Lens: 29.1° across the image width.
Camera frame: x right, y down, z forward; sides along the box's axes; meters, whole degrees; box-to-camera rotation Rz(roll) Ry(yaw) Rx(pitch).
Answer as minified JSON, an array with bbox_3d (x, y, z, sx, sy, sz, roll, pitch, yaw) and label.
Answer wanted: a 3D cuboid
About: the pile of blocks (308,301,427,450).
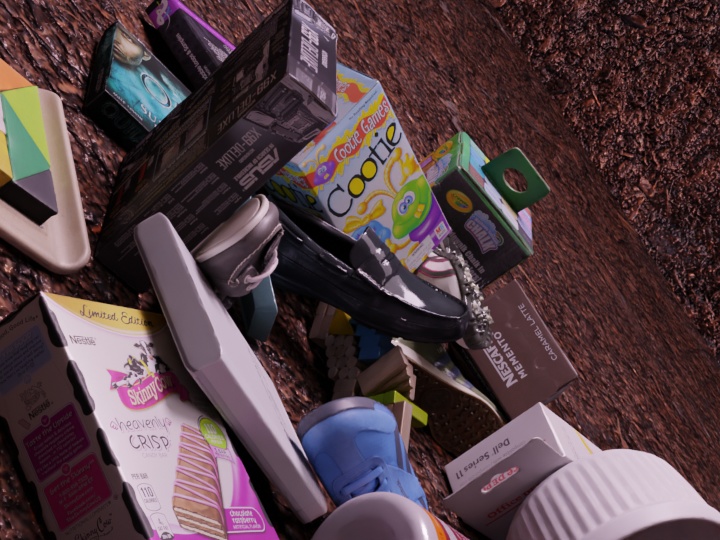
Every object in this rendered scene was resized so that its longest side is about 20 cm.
[{"bbox_3d":[0.017,0.093,1.163,0.062,0.082,0.201,38,24,-40],"label":"pile of blocks"}]

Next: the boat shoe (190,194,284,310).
[{"bbox_3d":[-0.085,-0.007,0.982,0.057,0.067,0.200,47,-18,-9],"label":"boat shoe"}]

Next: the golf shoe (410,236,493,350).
[{"bbox_3d":[0.064,0.015,1.299,0.077,0.088,0.200,62,3,-39],"label":"golf shoe"}]

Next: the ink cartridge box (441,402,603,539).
[{"bbox_3d":[0.160,0.197,1.280,0.200,0.117,0.068,39,22,-42],"label":"ink cartridge box"}]

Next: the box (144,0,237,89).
[{"bbox_3d":[-0.116,-0.167,1.321,0.143,0.036,0.200,34,17,-53],"label":"box"}]

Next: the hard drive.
[{"bbox_3d":[-0.084,0.069,0.921,0.132,0.027,0.200,61,-2,40],"label":"hard drive"}]

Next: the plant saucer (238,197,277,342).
[{"bbox_3d":[-0.099,-0.045,1.111,0.070,0.019,0.201,116,-37,-64],"label":"plant saucer"}]

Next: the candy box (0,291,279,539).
[{"bbox_3d":[-0.125,0.116,0.797,0.201,0.061,0.136,60,18,20],"label":"candy box"}]

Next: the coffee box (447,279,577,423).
[{"bbox_3d":[0.148,0.091,1.401,0.115,0.079,0.200,57,-3,11],"label":"coffee box"}]

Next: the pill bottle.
[{"bbox_3d":[0.057,0.240,0.950,0.200,0.113,0.113,39,23,-38],"label":"pill bottle"}]

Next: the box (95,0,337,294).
[{"bbox_3d":[-0.102,-0.095,1.011,0.050,0.200,0.158,41,21,-22],"label":"box"}]

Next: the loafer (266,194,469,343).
[{"bbox_3d":[0.000,0.000,1.141,0.199,0.071,0.068,23,24,3],"label":"loafer"}]

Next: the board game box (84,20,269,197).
[{"bbox_3d":[-0.151,-0.112,1.193,0.200,0.028,0.136,45,21,-29],"label":"board game box"}]

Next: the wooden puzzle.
[{"bbox_3d":[-0.258,-0.107,0.903,0.200,0.037,0.186,35,26,-45],"label":"wooden puzzle"}]

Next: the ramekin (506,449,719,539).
[{"bbox_3d":[0.222,0.251,1.226,0.200,0.200,0.105,38,15,-41],"label":"ramekin"}]

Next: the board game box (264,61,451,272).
[{"bbox_3d":[-0.016,-0.081,1.226,0.105,0.103,0.200,31,-19,40],"label":"board game box"}]

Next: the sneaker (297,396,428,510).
[{"bbox_3d":[0.012,0.159,0.987,0.200,0.066,0.079,65,3,-54],"label":"sneaker"}]

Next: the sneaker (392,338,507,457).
[{"bbox_3d":[0.070,0.097,1.309,0.200,0.067,0.090,39,29,-32],"label":"sneaker"}]

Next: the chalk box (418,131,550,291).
[{"bbox_3d":[0.100,-0.052,1.442,0.125,0.200,0.124,50,18,-15],"label":"chalk box"}]
